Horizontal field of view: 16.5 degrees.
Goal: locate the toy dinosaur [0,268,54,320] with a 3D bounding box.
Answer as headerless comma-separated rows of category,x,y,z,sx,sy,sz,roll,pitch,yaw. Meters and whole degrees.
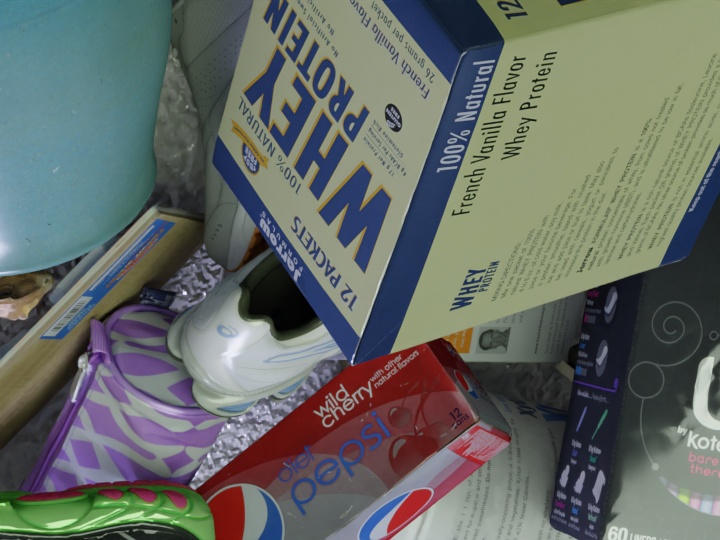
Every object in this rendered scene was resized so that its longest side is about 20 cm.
toy dinosaur,-0.215,0.008,1.227,0.060,0.200,0.106,28,62,-24

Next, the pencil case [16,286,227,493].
pencil case,-0.137,0.109,1.281,0.085,0.084,0.200,8,127,-32

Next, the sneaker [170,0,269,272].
sneaker,-0.058,-0.097,1.220,0.092,0.076,0.200,24,119,18

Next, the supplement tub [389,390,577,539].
supplement tub,0.074,0.135,1.366,0.200,0.132,0.132,16,108,-26

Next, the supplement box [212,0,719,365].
supplement box,0.065,-0.091,1.107,0.200,0.134,0.200,-17,145,-30

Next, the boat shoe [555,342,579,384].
boat shoe,0.189,0.059,1.399,0.200,0.072,0.068,12,107,-40

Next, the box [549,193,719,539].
box,0.180,0.050,1.266,0.122,0.106,0.200,9,89,-10

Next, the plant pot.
plant pot,-0.174,-0.109,1.132,0.200,0.200,0.188,-18,130,-11

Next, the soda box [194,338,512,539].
soda box,-0.023,0.115,1.249,0.200,0.070,0.063,-39,156,9

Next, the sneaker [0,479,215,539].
sneaker,-0.170,0.150,1.203,0.200,0.077,0.084,-4,91,1

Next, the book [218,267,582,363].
book,0.031,-0.019,1.326,0.200,0.048,0.134,3,110,-22

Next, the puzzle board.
puzzle board,-0.158,0.040,1.241,0.017,0.151,0.200,45,95,7

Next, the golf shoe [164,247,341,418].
golf shoe,0.000,0.000,1.222,0.200,0.097,0.078,-35,82,-30
